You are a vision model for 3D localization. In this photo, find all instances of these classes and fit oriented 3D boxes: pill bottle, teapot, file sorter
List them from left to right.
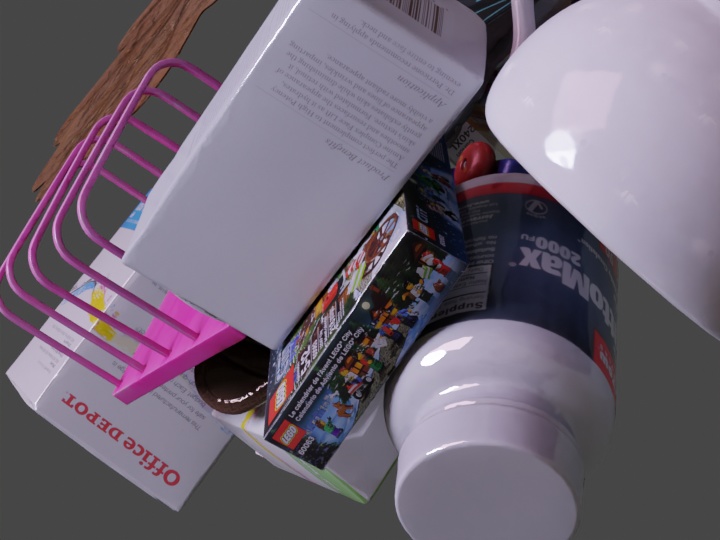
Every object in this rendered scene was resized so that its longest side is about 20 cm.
[{"bbox_3d":[-0.132,-0.024,0.964,0.200,0.125,0.139,-29,31,58],"label":"file sorter"},{"bbox_3d":[0.075,0.052,0.809,0.119,0.119,0.200,-36,25,32],"label":"pill bottle"},{"bbox_3d":[0.164,-0.074,0.735,0.146,0.200,0.198,-49,19,11],"label":"teapot"}]

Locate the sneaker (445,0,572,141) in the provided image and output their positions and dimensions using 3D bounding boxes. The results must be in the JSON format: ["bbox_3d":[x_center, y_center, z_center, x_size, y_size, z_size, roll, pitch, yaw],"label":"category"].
[{"bbox_3d":[0.063,-0.158,1.044,0.200,0.079,0.075,-48,21,12],"label":"sneaker"}]

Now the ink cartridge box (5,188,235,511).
[{"bbox_3d":[-0.159,0.059,1.235,0.200,0.147,0.145,-53,21,-9],"label":"ink cartridge box"}]

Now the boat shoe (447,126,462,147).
[{"bbox_3d":[-0.023,-0.080,1.115,0.199,0.074,0.068,-27,-2,-15],"label":"boat shoe"}]

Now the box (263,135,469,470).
[{"bbox_3d":[0.000,0.000,0.847,0.137,0.038,0.200,-55,14,20],"label":"box"}]

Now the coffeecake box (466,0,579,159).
[{"bbox_3d":[0.168,-0.168,1.059,0.200,0.073,0.153,-52,22,-5],"label":"coffeecake box"}]

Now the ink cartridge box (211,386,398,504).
[{"bbox_3d":[-0.028,0.077,1.048,0.117,0.067,0.200,-55,21,-13],"label":"ink cartridge box"}]

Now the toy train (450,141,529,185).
[{"bbox_3d":[0.061,-0.012,1.025,0.200,0.084,0.116,-2,68,69],"label":"toy train"}]

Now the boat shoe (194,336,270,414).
[{"bbox_3d":[-0.030,0.008,1.007,0.203,0.075,0.075,-53,-15,8],"label":"boat shoe"}]

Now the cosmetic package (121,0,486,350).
[{"bbox_3d":[-0.030,-0.065,0.799,0.200,0.101,0.074,-50,16,30],"label":"cosmetic package"}]

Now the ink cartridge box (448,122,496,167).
[{"bbox_3d":[0.084,-0.177,1.230,0.145,0.083,0.200,-47,20,7],"label":"ink cartridge box"}]
